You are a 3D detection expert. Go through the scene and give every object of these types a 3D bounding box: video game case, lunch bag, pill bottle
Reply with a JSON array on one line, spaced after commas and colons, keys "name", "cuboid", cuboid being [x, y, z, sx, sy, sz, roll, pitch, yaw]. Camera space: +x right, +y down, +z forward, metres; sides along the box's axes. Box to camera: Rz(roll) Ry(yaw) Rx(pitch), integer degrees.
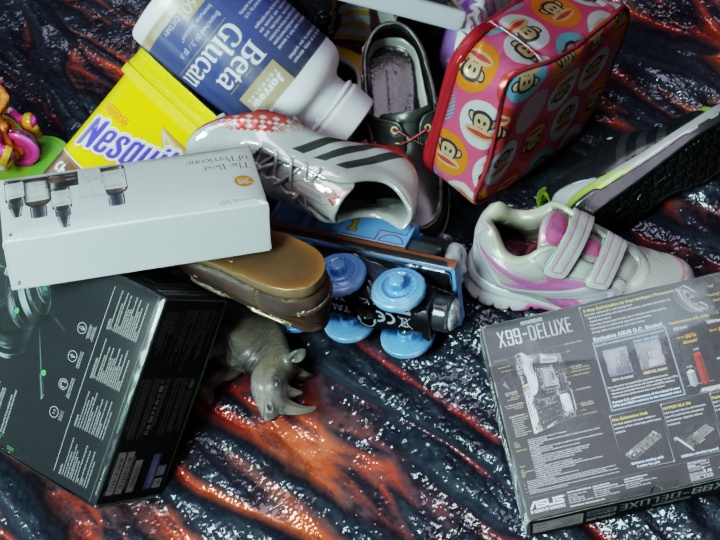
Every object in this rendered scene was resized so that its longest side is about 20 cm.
[{"name": "video game case", "cuboid": [-0.016, -0.287, 1.323, 0.198, 0.024, 0.182, 11, 27, -21]}, {"name": "lunch bag", "cuboid": [0.143, -0.147, 1.224, 0.082, 0.177, 0.199, 35, 46, 23]}, {"name": "pill bottle", "cuboid": [-0.089, -0.181, 1.219, 0.200, 0.111, 0.111, 40, 63, -9]}]

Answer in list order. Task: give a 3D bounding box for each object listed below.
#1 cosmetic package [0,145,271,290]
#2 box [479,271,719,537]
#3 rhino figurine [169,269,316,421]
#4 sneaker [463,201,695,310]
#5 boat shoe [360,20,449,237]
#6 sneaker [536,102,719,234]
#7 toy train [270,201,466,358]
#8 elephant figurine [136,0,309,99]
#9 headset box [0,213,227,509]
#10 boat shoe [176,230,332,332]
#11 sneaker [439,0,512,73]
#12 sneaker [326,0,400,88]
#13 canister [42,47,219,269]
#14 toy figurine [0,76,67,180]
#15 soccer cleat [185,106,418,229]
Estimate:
[{"name": "cosmetic package", "cuboid": [-0.173, -0.043, 1.081, 0.198, 0.051, 0.083, -9, 42, -11]}, {"name": "box", "cuboid": [0.203, 0.101, 1.072, 0.198, 0.050, 0.159, -14, 65, 2]}, {"name": "rhino figurine", "cuboid": [-0.112, 0.064, 1.186, 0.199, 0.060, 0.087, 32, 60, 28]}, {"name": "sneaker", "cuboid": [0.176, -0.005, 1.157, 0.198, 0.089, 0.082, 8, 55, 18]}, {"name": "boat shoe", "cuboid": [0.037, -0.124, 1.263, 0.073, 0.063, 0.204, -8, 74, -3]}, {"name": "sneaker", "cuboid": [0.243, -0.103, 1.228, 0.199, 0.072, 0.083, -29, 51, -11]}, {"name": "toy train", "cuboid": [0.000, 0.000, 1.195, 0.198, 0.087, 0.115, 11, 50, 22]}, {"name": "elephant figurine", "cuboid": [-0.103, -0.209, 1.334, 0.198, 0.156, 0.142, -5, 42, 25]}, {"name": "headset box", "cuboid": [-0.234, 0.066, 1.136, 0.199, 0.093, 0.176, 23, 97, 25]}, {"name": "boat shoe", "cuboid": [-0.107, -0.010, 1.140, 0.199, 0.071, 0.070, 31, 63, 27]}, {"name": "sneaker", "cuboid": [0.102, -0.258, 1.379, 0.088, 0.081, 0.201, 2, 49, 22]}, {"name": "sneaker", "cuboid": [-0.011, -0.228, 1.376, 0.089, 0.075, 0.201, -19, 51, -11]}, {"name": "canister", "cuboid": [-0.202, -0.072, 1.243, 0.148, 0.087, 0.200, 41, 92, 18]}, {"name": "toy figurine", "cuboid": [-0.392, -0.155, 1.334, 0.198, 0.185, 0.151, 3, 54, 14]}, {"name": "soccer cleat", "cuboid": [-0.044, -0.079, 1.156, 0.198, 0.069, 0.086, 11, 38, -16]}]
